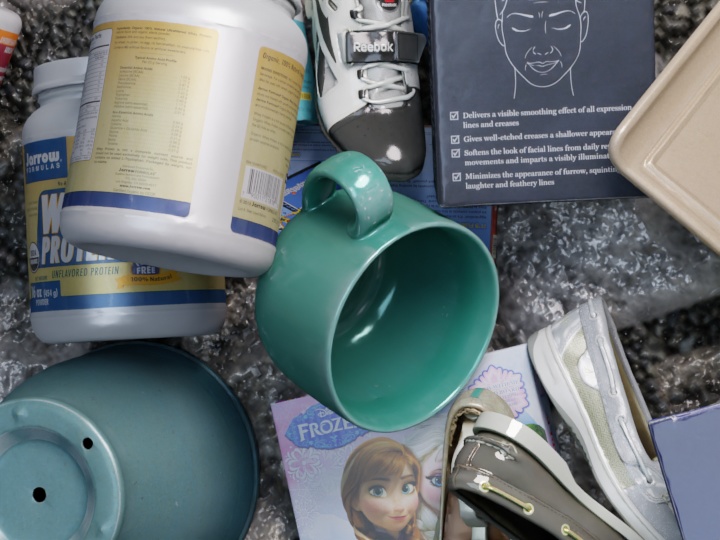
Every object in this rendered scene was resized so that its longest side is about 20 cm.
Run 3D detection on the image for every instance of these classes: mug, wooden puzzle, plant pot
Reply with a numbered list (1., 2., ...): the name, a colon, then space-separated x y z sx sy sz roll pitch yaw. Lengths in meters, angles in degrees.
1. mug: 0.007 0.005 1.223 0.114 0.152 0.186 30 111 46
2. wooden puzzle: 0.280 -0.076 1.173 0.200 0.037 0.185 42 69 -3
3. plant pot: -0.198 0.154 1.285 0.199 0.188 0.201 0 89 17

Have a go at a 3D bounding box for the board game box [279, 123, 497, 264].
1. board game box: 0.003 -0.056 1.316 0.199 0.019 0.103 3 88 16

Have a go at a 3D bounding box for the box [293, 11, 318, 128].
1. box: -0.078 -0.201 1.285 0.049 0.082 0.201 -10 90 16

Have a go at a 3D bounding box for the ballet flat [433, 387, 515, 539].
1. ballet flat: 0.076 0.182 1.225 0.067 0.062 0.201 -3 88 14

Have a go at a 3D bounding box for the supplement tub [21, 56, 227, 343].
1. supplement tub: -0.174 -0.049 1.303 0.144 0.145 0.201 -4 88 16

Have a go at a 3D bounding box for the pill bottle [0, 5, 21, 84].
1. pill bottle: -0.345 -0.123 1.374 0.109 0.110 0.201 23 96 15

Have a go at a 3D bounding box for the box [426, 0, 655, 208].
1. box: 0.120 -0.150 1.205 0.148 0.107 0.201 -2 100 1

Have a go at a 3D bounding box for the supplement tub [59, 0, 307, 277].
1. supplement tub: -0.113 -0.104 1.174 0.144 0.144 0.201 8 84 16

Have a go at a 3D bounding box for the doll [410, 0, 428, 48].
1. doll: 0.095 -0.207 1.276 0.136 0.048 0.201 8 91 11

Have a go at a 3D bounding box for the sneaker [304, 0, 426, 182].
1. sneaker: 0.005 -0.159 1.245 0.074 0.089 0.201 -6 62 -19

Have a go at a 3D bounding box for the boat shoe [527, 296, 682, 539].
1. boat shoe: 0.191 0.116 1.232 0.065 0.074 0.202 -35 73 17

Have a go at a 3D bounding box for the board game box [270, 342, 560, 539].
1. board game box: 0.051 0.171 1.286 0.199 0.041 0.200 -15 85 15

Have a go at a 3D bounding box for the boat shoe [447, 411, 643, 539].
1. boat shoe: 0.135 0.179 1.191 0.202 0.072 0.060 45 66 -21

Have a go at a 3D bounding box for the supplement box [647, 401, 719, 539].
1. supplement box: 0.261 0.131 1.121 0.108 0.200 0.110 -18 80 15
